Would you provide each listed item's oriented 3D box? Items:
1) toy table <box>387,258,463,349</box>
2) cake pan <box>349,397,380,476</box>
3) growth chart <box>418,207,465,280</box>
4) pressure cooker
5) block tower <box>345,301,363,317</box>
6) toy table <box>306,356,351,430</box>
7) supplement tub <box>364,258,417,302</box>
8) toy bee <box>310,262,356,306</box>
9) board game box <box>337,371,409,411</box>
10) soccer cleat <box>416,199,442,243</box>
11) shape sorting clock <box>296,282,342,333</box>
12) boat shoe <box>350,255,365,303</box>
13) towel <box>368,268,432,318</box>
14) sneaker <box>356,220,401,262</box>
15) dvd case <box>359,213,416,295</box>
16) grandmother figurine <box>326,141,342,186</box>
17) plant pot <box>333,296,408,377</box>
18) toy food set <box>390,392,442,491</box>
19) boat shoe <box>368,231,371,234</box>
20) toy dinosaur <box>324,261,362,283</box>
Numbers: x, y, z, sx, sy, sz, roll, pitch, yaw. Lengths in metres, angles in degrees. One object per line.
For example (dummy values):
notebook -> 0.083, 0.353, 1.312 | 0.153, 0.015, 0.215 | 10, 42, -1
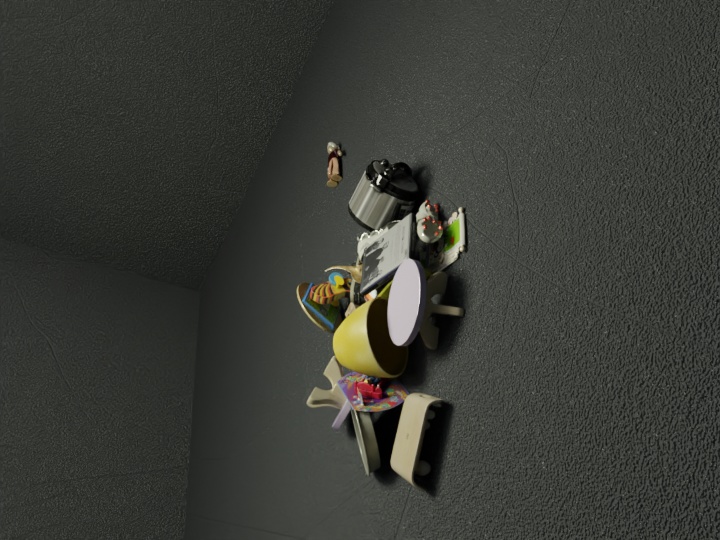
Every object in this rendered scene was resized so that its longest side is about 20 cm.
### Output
toy table -> 0.148, 0.085, 1.412 | 0.183, 0.115, 0.204 | 21, 98, 59
cake pan -> 0.011, 0.416, 1.496 | 0.200, 0.036, 0.204 | 167, 91, -83
growth chart -> 0.208, -0.059, 1.509 | 0.200, 0.017, 0.147 | -46, 35, 43
pressure cooker -> 0.072, -0.224, 1.705 | 0.202, 0.176, 0.177 | -60, 25, 27
block tower -> 0.006, 0.166, 1.747 | 0.059, 0.053, 0.201 | -63, 26, 21
toy table -> -0.068, 0.342, 1.651 | 0.202, 0.116, 0.184 | -61, -3, 17
supplement tub -> 0.077, 0.045, 1.612 | 0.203, 0.105, 0.107 | -65, 26, 17
toy bee -> -0.058, 0.055, 1.873 | 0.199, 0.132, 0.109 | -41, 65, -15
board game box -> 0.031, 0.285, 1.498 | 0.200, 0.155, 0.040 | -135, 40, -62
soccer cleat -> 0.172, -0.112, 1.531 | 0.078, 0.068, 0.201 | -59, 10, 29
shape sorting clock -> -0.131, 0.121, 1.893 | 0.039, 0.198, 0.201 | -45, 34, 20
boat shoe -> 0.014, 0.016, 1.827 | 0.072, 0.066, 0.203 | 78, -162, -50
towel -> 0.095, 0.058, 1.530 | 0.201, 0.085, 0.018 | -52, 35, 30
sneaker -> 0.074, -0.074, 1.648 | 0.198, 0.074, 0.090 | -23, 54, 37
dvd case -> 0.071, -0.041, 1.526 | 0.199, 0.024, 0.153 | -35, 37, 41
grandmother figurine -> -0.107, -0.437, 2.352 | 0.121, 0.060, 0.203 | -39, 44, 38
plant pot -> 0.014, 0.183, 1.502 | 0.140, 0.199, 0.204 | -18, 55, 31
toy food set -> 0.134, 0.388, 1.355 | 0.143, 0.059, 0.204 | 163, 122, -74
boat shoe -> 0.053, -0.076, 1.768 | 0.066, 0.074, 0.200 | -44, 40, 8
toy dinosaur -> 0.000, 0.000, 1.747 | 0.101, 0.197, 0.059 | -51, -20, -43
